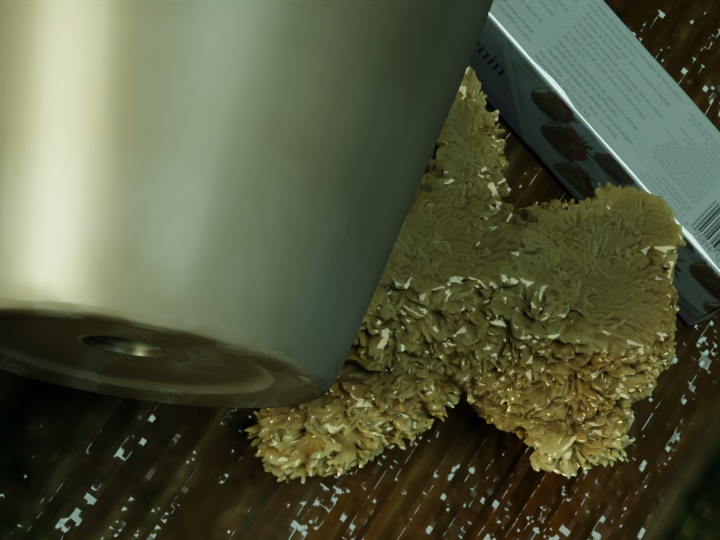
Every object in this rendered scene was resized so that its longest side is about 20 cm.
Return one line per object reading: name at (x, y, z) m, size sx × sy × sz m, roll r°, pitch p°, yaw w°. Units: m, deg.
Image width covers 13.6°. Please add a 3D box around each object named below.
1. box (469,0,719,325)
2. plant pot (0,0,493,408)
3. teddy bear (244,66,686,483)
box at (0.064, -0.070, 1.004) m, size 0.200 × 0.039 × 0.041 m, roll 47°, pitch 63°, yaw -3°
plant pot at (-0.054, -0.059, 0.842) m, size 0.199 × 0.200 × 0.175 m, roll 13°, pitch 77°, yaw -17°
teddy bear at (0.000, 0.000, 0.953) m, size 0.199 × 0.067 × 0.146 m, roll -2°, pitch 66°, yaw -15°
